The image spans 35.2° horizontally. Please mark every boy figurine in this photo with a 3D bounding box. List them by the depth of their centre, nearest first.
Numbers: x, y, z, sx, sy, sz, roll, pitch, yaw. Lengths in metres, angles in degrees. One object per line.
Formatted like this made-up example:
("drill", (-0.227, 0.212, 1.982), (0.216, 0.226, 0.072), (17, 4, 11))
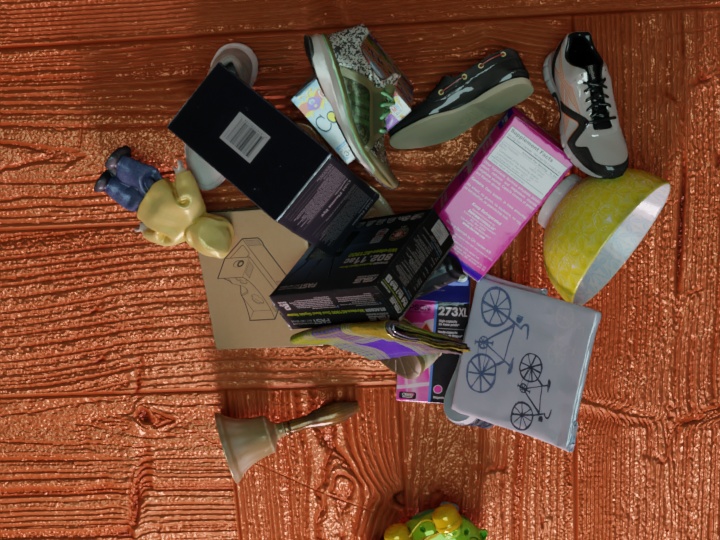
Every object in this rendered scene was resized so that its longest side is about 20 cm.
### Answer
("boy figurine", (-0.252, -0.089, 1.513), (0.200, 0.064, 0.124), (31, 115, 2))

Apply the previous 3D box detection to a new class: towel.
("towel", (0.023, 0.089, 1.423), (0.143, 0.200, 0.023), (16, 74, -40))

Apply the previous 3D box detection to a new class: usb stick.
("usb stick", (0.037, 0.033, 1.469), (0.200, 0.055, 0.033), (-25, 63, 19))

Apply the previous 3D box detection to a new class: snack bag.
("snack bag", (0.211, 0.113, 1.449), (0.200, 0.021, 0.189), (15, 96, 43))

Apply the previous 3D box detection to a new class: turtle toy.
("turtle toy", (0.091, 0.408, 1.639), (0.200, 0.101, 0.146), (-23, 104, 10))

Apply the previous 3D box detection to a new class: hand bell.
("hand bell", (-0.097, 0.221, 1.615), (0.200, 0.104, 0.104), (-18, 105, -4))

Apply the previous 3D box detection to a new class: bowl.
("bowl", (0.293, -0.061, 1.458), (0.108, 0.200, 0.200), (39, 107, 20))

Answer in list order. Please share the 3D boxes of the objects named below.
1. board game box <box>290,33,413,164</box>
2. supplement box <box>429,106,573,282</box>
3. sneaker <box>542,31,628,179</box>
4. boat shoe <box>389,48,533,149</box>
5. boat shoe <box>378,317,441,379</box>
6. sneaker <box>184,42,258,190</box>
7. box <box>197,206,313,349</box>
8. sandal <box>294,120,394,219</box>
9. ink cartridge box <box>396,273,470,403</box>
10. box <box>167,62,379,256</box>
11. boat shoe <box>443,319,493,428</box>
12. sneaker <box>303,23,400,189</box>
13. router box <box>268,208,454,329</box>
("board game box", (-0.005, -0.219, 1.405), (0.105, 0.200, 0.103), (-39, 101, 14))
("supplement box", (0.176, -0.102, 1.481), (0.103, 0.101, 0.200), (37, 105, -7))
("sneaker", (0.280, -0.206, 1.402), (0.074, 0.080, 0.200), (-13, 68, -14))
("boat shoe", (0.124, -0.218, 1.472), (0.201, 0.074, 0.063), (-26, 68, 20))
("boat shoe", (0.020, 0.066, 1.550), (0.201, 0.063, 0.073), (36, 136, 20))
("sneaker", (-0.191, -0.196, 1.480), (0.076, 0.092, 0.200), (15, 107, 0))
("box", (-0.140, 0.011, 1.562), (0.163, 0.021, 0.200), (-3, 107, 16))
("sandal", (-0.032, -0.104, 1.509), (0.078, 0.070, 0.212), (-38, 101, 13))
("ink cartridge box", (0.102, 0.088, 1.579), (0.094, 0.037, 0.200), (4, 105, 3))
("box", (-0.103, -0.132, 1.393), (0.200, 0.182, 0.104), (41, 94, 23))
("boat shoe", (0.182, 0.121, 1.566), (0.071, 0.091, 0.201), (24, 91, 35))
("sneaker", (0.012, -0.186, 1.274), (0.088, 0.077, 0.200), (-25, 106, 3))
("router box", (0.000, 0.000, 1.438), (0.200, 0.150, 0.062), (-7, 126, 44))
